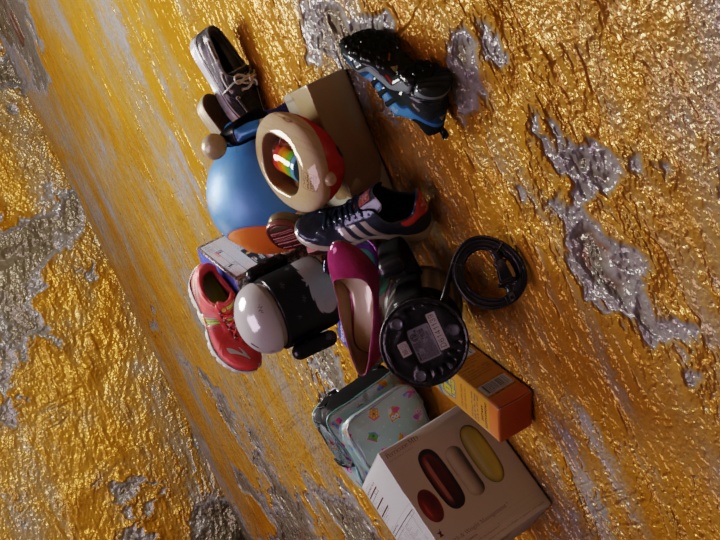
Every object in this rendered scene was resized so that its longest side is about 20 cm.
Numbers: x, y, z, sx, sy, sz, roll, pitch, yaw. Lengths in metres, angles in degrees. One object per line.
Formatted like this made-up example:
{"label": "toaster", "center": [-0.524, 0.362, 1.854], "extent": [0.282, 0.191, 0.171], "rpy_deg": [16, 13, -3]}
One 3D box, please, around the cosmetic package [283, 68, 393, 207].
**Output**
{"label": "cosmetic package", "center": [-0.032, -0.185, 1.570], "extent": [0.105, 0.070, 0.202], "rpy_deg": [-5, 110, 66]}

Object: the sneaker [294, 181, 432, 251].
{"label": "sneaker", "center": [0.000, -0.082, 1.475], "extent": [0.085, 0.197, 0.076], "rpy_deg": [73, -168, -55]}

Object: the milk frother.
{"label": "milk frother", "center": [0.122, 0.036, 1.424], "extent": [0.188, 0.197, 0.183], "rpy_deg": [-78, -20, -76]}

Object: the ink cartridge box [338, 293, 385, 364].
{"label": "ink cartridge box", "center": [0.001, 0.070, 1.802], "extent": [0.094, 0.044, 0.202], "rpy_deg": [47, 152, 37]}

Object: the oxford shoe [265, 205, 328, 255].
{"label": "oxford shoe", "center": [-0.085, -0.072, 1.599], "extent": [0.199, 0.069, 0.076], "rpy_deg": [18, -116, -65]}

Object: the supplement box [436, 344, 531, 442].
{"label": "supplement box", "center": [0.161, 0.160, 1.533], "extent": [0.200, 0.068, 0.067], "rpy_deg": [40, 146, 47]}

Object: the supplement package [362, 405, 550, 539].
{"label": "supplement package", "center": [0.141, 0.340, 1.604], "extent": [0.201, 0.190, 0.148], "rpy_deg": [53, 154, 20]}

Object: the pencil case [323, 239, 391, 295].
{"label": "pencil case", "center": [0.000, 0.000, 1.595], "extent": [0.200, 0.084, 0.094], "rpy_deg": [33, -112, -83]}

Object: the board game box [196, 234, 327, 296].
{"label": "board game box", "center": [-0.158, -0.015, 1.850], "extent": [0.159, 0.198, 0.098], "rpy_deg": [33, 144, 49]}

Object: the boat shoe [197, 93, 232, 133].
{"label": "boat shoe", "center": [-0.228, -0.224, 1.855], "extent": [0.064, 0.073, 0.200], "rpy_deg": [-15, 136, 30]}

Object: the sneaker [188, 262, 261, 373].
{"label": "sneaker", "center": [-0.225, 0.079, 1.749], "extent": [0.201, 0.076, 0.085], "rpy_deg": [58, 152, 9]}

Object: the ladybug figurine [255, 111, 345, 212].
{"label": "ladybug figurine", "center": [-0.082, -0.158, 1.509], "extent": [0.200, 0.071, 0.138], "rpy_deg": [38, 136, 48]}

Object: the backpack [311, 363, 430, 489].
{"label": "backpack", "center": [0.041, 0.282, 1.780], "extent": [0.153, 0.175, 0.202], "rpy_deg": [13, 133, 63]}

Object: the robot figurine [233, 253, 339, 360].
{"label": "robot figurine", "center": [-0.108, 0.054, 1.710], "extent": [0.150, 0.198, 0.126], "rpy_deg": [29, 139, 54]}

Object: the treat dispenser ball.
{"label": "treat dispenser ball", "center": [-0.151, -0.128, 1.718], "extent": [0.201, 0.199, 0.203], "rpy_deg": [46, 152, 34]}

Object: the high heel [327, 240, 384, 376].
{"label": "high heel", "center": [-0.010, 0.052, 1.448], "extent": [0.066, 0.097, 0.201], "rpy_deg": [2, 140, 15]}

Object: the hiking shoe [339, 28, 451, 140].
{"label": "hiking shoe", "center": [0.038, -0.241, 1.360], "extent": [0.200, 0.074, 0.088], "rpy_deg": [43, 149, 39]}

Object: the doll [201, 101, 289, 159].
{"label": "doll", "center": [-0.157, -0.226, 1.628], "extent": [0.136, 0.198, 0.049], "rpy_deg": [12, 126, 61]}

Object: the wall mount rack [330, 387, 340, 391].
{"label": "wall mount rack", "center": [0.021, 0.302, 1.978], "extent": [0.201, 0.074, 0.175], "rpy_deg": [51, 150, 28]}

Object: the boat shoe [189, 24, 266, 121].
{"label": "boat shoe", "center": [-0.210, -0.325, 1.803], "extent": [0.068, 0.073, 0.201], "rpy_deg": [-23, 99, 47]}
